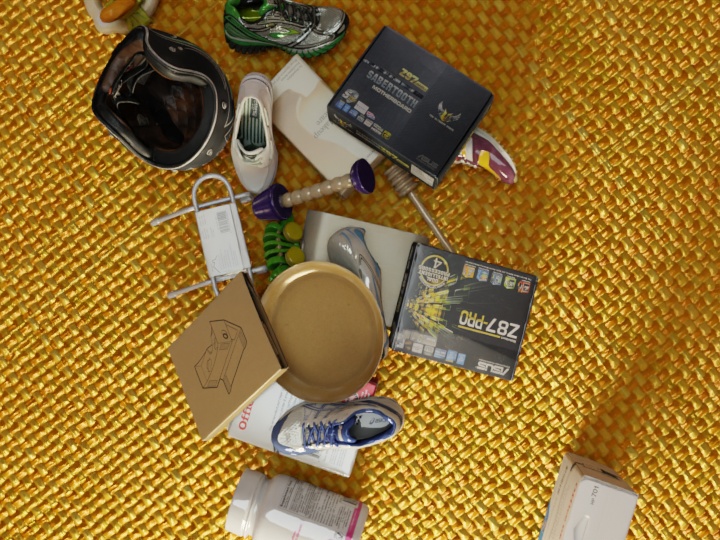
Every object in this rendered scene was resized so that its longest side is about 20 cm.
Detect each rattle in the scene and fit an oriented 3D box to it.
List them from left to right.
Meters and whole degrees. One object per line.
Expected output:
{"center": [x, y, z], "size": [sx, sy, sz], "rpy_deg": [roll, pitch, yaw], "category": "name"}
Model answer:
{"center": [-0.387, -0.471, 1.480], "size": [0.127, 0.142, 0.205], "rpy_deg": [-1, 95, 22], "category": "rattle"}

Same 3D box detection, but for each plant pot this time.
{"center": [-0.056, 0.087, 1.393], "size": [0.195, 0.027, 0.205], "rpy_deg": [2, 96, 17], "category": "plant pot"}

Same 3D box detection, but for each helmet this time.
{"center": [-0.280, -0.247, 1.436], "size": [0.189, 0.199, 0.202], "rpy_deg": [31, 91, -32], "category": "helmet"}

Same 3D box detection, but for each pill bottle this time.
{"center": [-0.094, 0.373, 1.449], "size": [0.196, 0.113, 0.116], "rpy_deg": [19, 90, 5], "category": "pill bottle"}

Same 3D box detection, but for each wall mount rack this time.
{"center": [-0.234, -0.038, 1.492], "size": [0.170, 0.075, 0.205], "rpy_deg": [-13, 88, 0], "category": "wall mount rack"}

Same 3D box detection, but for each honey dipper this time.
{"center": [0.105, -0.076, 1.488], "size": [0.038, 0.038, 0.202], "rpy_deg": [-33, 91, 2], "category": "honey dipper"}

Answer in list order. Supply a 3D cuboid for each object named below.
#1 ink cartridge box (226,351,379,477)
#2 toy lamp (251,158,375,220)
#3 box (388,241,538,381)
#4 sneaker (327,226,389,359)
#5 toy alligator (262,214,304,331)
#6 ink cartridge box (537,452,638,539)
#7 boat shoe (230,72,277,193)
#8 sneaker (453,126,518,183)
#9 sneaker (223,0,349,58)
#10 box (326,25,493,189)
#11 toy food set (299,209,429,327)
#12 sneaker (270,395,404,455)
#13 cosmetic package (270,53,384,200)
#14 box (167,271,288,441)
{"center": [-0.085, 0.205, 1.466], "size": [0.196, 0.084, 0.147], "rpy_deg": [18, 91, 3], "category": "ink cartridge box"}
{"center": [-0.074, -0.116, 1.433], "size": [0.197, 0.058, 0.060], "rpy_deg": [-15, 87, 28], "category": "toy lamp"}
{"center": [0.152, 0.061, 1.454], "size": [0.196, 0.049, 0.165], "rpy_deg": [16, 92, -9], "category": "box"}
{"center": [0.010, 0.033, 1.426], "size": [0.072, 0.071, 0.204], "rpy_deg": [-24, 102, -38], "category": "sneaker"}
{"center": [-0.119, -0.005, 1.458], "size": [0.053, 0.059, 0.204], "rpy_deg": [10, 60, -31], "category": "toy alligator"}
{"center": [0.317, 0.355, 1.378], "size": [0.084, 0.200, 0.150], "rpy_deg": [18, 90, 4], "category": "ink cartridge box"}
{"center": [-0.163, -0.189, 1.437], "size": [0.072, 0.067, 0.203], "rpy_deg": [4, 130, 5], "category": "boat shoe"}
{"center": [0.147, -0.182, 1.469], "size": [0.200, 0.075, 0.090], "rpy_deg": [43, 89, 13], "category": "sneaker"}
{"center": [-0.114, -0.376, 1.471], "size": [0.195, 0.086, 0.080], "rpy_deg": [-1, 60, 3], "category": "sneaker"}
{"center": [0.072, -0.239, 1.418], "size": [0.198, 0.051, 0.159], "rpy_deg": [35, 77, 9], "category": "box"}
{"center": [0.000, 0.000, 1.486], "size": [0.195, 0.060, 0.147], "rpy_deg": [12, 89, -5], "category": "toy food set"}
{"center": [-0.036, 0.219, 1.378], "size": [0.195, 0.088, 0.077], "rpy_deg": [-13, 91, 4], "category": "sneaker"}
{"center": [-0.060, -0.217, 1.481], "size": [0.200, 0.071, 0.105], "rpy_deg": [45, 91, 4], "category": "cosmetic package"}
{"center": [-0.199, 0.127, 1.430], "size": [0.200, 0.021, 0.166], "rpy_deg": [-43, 62, 31], "category": "box"}
